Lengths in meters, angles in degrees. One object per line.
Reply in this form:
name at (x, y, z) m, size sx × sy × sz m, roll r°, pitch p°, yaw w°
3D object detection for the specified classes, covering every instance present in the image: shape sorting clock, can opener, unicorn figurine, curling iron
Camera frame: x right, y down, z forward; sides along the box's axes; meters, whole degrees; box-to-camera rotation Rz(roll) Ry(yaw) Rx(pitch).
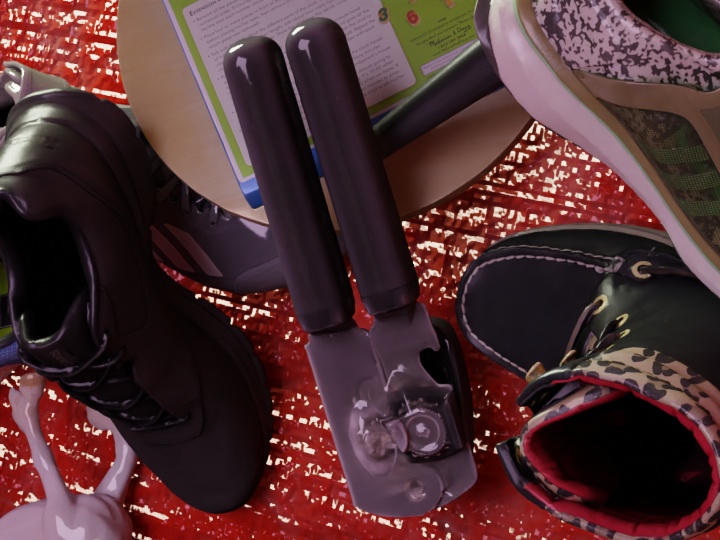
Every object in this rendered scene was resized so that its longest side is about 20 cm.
shape sorting clock at (-0.007, -0.111, 0.986) m, size 0.199 × 0.039 × 0.201 m, roll -3°, pitch 77°, yaw 14°
can opener at (0.000, 0.000, 0.935) m, size 0.053 × 0.067 × 0.201 m, roll -15°, pitch 96°, yaw 15°
unicorn figurine at (-0.144, 0.118, 1.065) m, size 0.200 × 0.074 × 0.138 m, roll -28°, pitch 67°, yaw 47°
curling iron at (0.070, -0.103, 0.892) m, size 0.200 × 0.025 × 0.050 m, roll -43°, pitch 47°, yaw 33°

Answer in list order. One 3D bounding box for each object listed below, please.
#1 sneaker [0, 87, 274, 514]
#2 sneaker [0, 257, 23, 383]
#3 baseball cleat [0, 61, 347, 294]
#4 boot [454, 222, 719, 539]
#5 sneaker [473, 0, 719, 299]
sneaker at (-0.104, 0.028, 0.982) m, size 0.076 × 0.091 × 0.201 m, roll -18°, pitch 115°, yaw 25°
sneaker at (-0.197, 0.022, 1.098) m, size 0.199 × 0.089 × 0.079 m, roll -21°, pitch 70°, yaw 32°
baseball cleat at (-0.098, -0.041, 1.024) m, size 0.199 × 0.106 × 0.070 m, roll 11°, pitch 79°, yaw 35°
boot at (0.088, 0.035, 0.841) m, size 0.203 × 0.153 × 0.074 m, roll 20°, pitch 108°, yaw 35°
sneaker at (0.132, -0.053, 0.806) m, size 0.200 × 0.077 × 0.089 m, roll 38°, pitch 148°, yaw 1°
